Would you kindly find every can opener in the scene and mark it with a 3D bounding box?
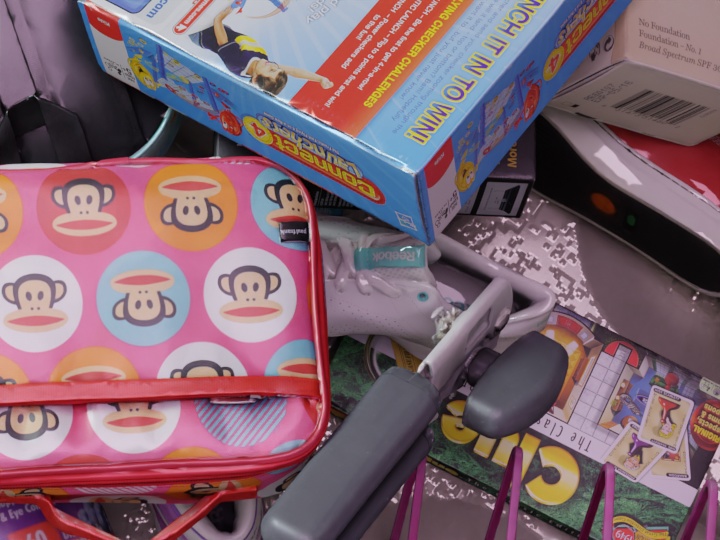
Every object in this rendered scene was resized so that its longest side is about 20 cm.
[{"bbox_3d":[0.026,0.075,1.267,0.066,0.053,0.200,29,50,22],"label":"can opener"}]

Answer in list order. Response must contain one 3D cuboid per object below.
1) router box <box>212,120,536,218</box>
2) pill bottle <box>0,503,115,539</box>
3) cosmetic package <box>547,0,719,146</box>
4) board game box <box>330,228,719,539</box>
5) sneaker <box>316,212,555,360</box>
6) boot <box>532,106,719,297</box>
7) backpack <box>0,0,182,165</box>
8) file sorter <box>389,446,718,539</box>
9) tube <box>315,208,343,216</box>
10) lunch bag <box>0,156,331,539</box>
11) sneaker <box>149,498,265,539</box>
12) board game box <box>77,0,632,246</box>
[{"bbox_3d":[0.007,-0.130,1.375,0.156,0.052,0.201,2,68,-5],"label":"router box"},{"bbox_3d":[-0.198,0.081,1.340,0.111,0.111,0.201,-22,79,-10],"label":"pill bottle"},{"bbox_3d":[0.147,-0.174,1.379,0.103,0.073,0.201,12,69,-32],"label":"cosmetic package"},{"bbox_3d":[0.085,0.067,1.418,0.199,0.023,0.105,26,77,2],"label":"board game box"},{"bbox_3d":[0.000,0.000,1.349,0.199,0.088,0.076,9,74,-17],"label":"sneaker"},{"bbox_3d":[0.151,-0.095,1.446,0.200,0.072,0.144,35,65,7],"label":"boot"},{"bbox_3d":[-0.176,-0.122,1.371,0.175,0.153,0.201,-17,80,-9],"label":"backpack"},{"bbox_3d":[0.106,0.169,1.323,0.199,0.139,0.126,11,50,-2],"label":"file sorter"},{"bbox_3d":[-0.027,-0.071,1.430,0.077,0.050,0.201,22,71,-26],"label":"tube"},{"bbox_3d":[-0.114,0.041,1.263,0.199,0.082,0.177,-2,75,-7],"label":"lunch bag"},{"bbox_3d":[-0.096,0.050,1.358,0.072,0.114,0.201,-26,79,-9],"label":"sneaker"},{"bbox_3d":[0.008,-0.136,1.283,0.195,0.056,0.200,29,64,25],"label":"board game box"}]
